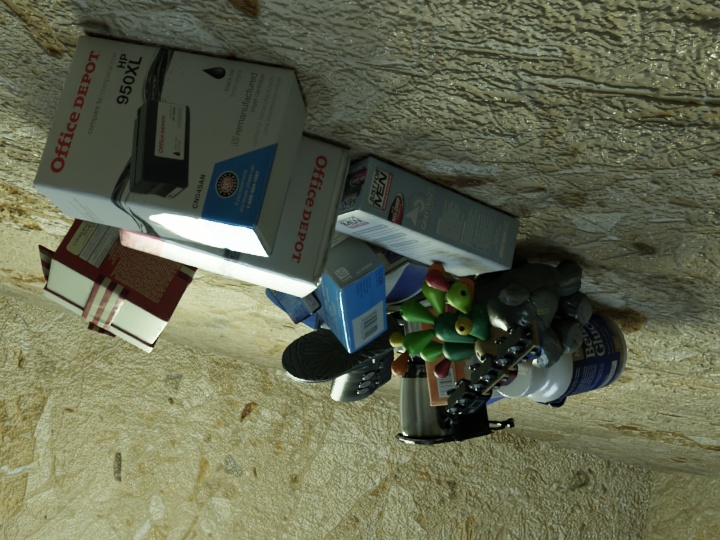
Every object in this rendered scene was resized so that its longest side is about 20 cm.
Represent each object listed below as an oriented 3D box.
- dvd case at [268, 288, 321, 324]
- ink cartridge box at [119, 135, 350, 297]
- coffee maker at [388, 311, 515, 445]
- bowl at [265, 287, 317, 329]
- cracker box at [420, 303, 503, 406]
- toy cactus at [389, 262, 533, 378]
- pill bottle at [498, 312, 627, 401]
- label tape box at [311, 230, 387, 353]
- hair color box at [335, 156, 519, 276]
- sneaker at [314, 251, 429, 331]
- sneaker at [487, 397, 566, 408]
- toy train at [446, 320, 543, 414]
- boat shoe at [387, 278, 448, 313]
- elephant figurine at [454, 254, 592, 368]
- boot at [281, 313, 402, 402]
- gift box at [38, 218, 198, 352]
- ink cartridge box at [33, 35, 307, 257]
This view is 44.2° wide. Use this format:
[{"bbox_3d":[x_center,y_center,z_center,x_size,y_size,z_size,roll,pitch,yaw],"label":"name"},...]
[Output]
[{"bbox_3d":[-0.125,-0.022,1.113,0.201,0.017,0.143,53,165,-1],"label":"dvd case"},{"bbox_3d":[-0.123,-0.072,0.881,0.198,0.148,0.085,16,165,-11],"label":"ink cartridge box"},{"bbox_3d":[0.134,0.154,1.369,0.134,0.203,0.191,-5,178,41],"label":"coffee maker"},{"bbox_3d":[-0.048,0.060,1.345,0.199,0.040,0.201,28,-174,-3],"label":"bowl"},{"bbox_3d":[0.174,0.116,1.272,0.057,0.136,0.199,-14,170,42],"label":"cracker box"},{"bbox_3d":[0.119,0.079,1.021,0.163,0.103,0.201,23,143,5],"label":"toy cactus"},{"bbox_3d":[0.274,0.123,1.245,0.198,0.113,0.110,-6,-179,-39],"label":"pill bottle"},{"bbox_3d":[-0.049,-0.019,1.066,0.200,0.066,0.144,51,162,30],"label":"label tape box"},{"bbox_3d":[0.064,-0.054,0.968,0.198,0.061,0.099,19,166,-27],"label":"hair color box"},{"bbox_3d":[0.000,0.000,1.187,0.199,0.116,0.080,-35,146,31],"label":"sneaker"},{"bbox_3d":[0.261,0.171,1.399,0.080,0.116,0.199,31,125,-32],"label":"sneaker"},{"bbox_3d":[0.149,0.112,0.978,0.045,0.034,0.201,9,146,-15],"label":"toy train"},{"bbox_3d":[0.069,0.026,1.279,0.071,0.061,0.201,-8,177,-26],"label":"boat shoe"},{"bbox_3d":[0.177,0.044,1.119,0.199,0.141,0.157,12,130,51],"label":"elephant figurine"},{"bbox_3d":[-0.028,0.133,1.214,0.163,0.066,0.200,-14,161,-10],"label":"boot"},{"bbox_3d":[-0.306,-0.027,1.153,0.199,0.186,0.187,34,153,-8],"label":"gift box"},{"bbox_3d":[-0.161,-0.108,0.773,0.197,0.146,0.084,11,165,8],"label":"ink cartridge box"}]
